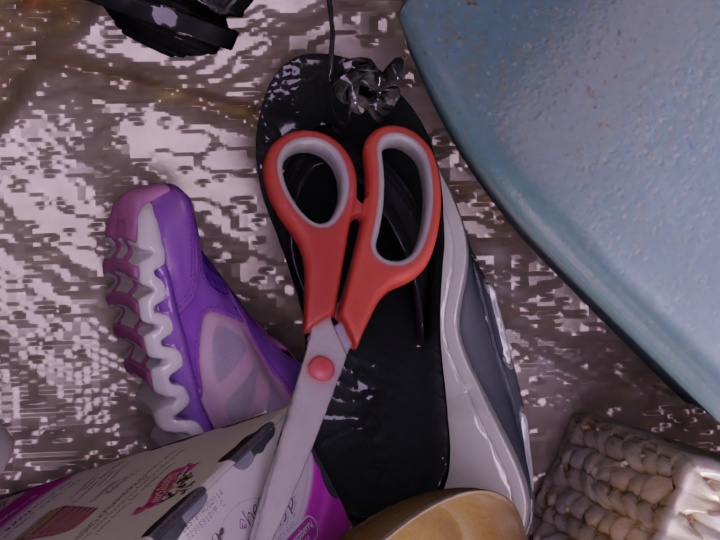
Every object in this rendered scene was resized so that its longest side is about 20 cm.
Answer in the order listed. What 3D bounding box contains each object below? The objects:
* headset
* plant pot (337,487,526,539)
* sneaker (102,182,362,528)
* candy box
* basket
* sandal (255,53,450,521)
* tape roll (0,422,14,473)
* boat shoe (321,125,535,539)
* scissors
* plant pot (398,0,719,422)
[{"bbox_3d":[-0.057,-0.136,0.988,0.123,0.094,0.200,-44,83,10],"label":"headset"},{"bbox_3d":[-0.005,0.168,0.954,0.027,0.200,0.201,30,94,27],"label":"plant pot"},{"bbox_3d":[-0.048,0.053,1.041,0.088,0.080,0.201,-19,105,-11],"label":"sneaker"},{"bbox_3d":[-0.120,0.129,0.963,0.199,0.136,0.061,-20,102,33],"label":"candy box"},{"bbox_3d":[0.142,0.139,1.016,0.135,0.200,0.124,18,89,-10],"label":"basket"},{"bbox_3d":[0.001,0.000,1.000,0.075,0.048,0.202,-12,74,5],"label":"sandal"},{"bbox_3d":[-0.225,0.116,0.960,0.202,0.203,0.037,-38,101,-1],"label":"tape roll"},{"bbox_3d":[0.027,0.029,1.052,0.072,0.062,0.201,-20,81,13],"label":"boat shoe"},{"bbox_3d":[-0.006,0.029,0.943,0.073,0.014,0.201,9,62,-12],"label":"scissors"},{"bbox_3d":[0.124,-0.080,0.990,0.200,0.196,0.196,39,91,3],"label":"plant pot"}]
